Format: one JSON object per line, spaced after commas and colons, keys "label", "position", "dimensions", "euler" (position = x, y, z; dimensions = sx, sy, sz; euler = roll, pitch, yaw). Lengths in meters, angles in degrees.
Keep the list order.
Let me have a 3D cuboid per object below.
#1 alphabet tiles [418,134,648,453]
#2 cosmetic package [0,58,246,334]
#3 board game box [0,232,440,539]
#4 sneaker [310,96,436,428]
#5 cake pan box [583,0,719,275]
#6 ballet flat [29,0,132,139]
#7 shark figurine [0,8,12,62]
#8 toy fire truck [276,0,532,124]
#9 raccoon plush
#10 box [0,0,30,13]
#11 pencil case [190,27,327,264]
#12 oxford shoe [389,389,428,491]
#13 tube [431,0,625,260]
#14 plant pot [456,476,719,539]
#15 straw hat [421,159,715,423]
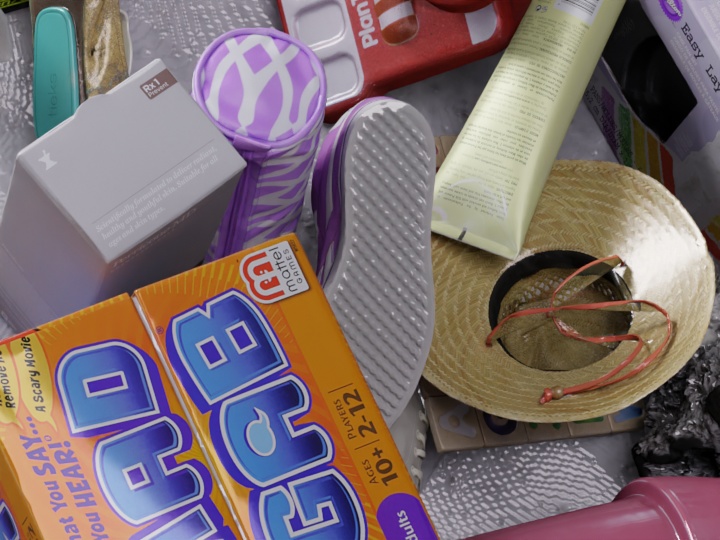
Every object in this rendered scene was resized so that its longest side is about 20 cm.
{"label": "alphabet tiles", "position": [0.087, 0.009, 1.787], "dimensions": [0.167, 0.008, 0.201], "euler": [-4, 70, -36]}
{"label": "cosmetic package", "position": [-0.142, -0.024, 1.651], "dimensions": [0.107, 0.200, 0.090], "euler": [-37, 83, -22]}
{"label": "board game box", "position": [-0.104, 0.132, 1.604], "dimensions": [0.199, 0.200, 0.200], "euler": [-21, 77, -23]}
{"label": "sneaker", "position": [0.001, 0.000, 1.703], "dimensions": [0.072, 0.114, 0.202], "euler": [11, 91, -15]}
{"label": "cake pan box", "position": [0.220, -0.082, 1.790], "dimensions": [0.052, 0.184, 0.201], "euler": [-23, 79, -23]}
{"label": "ballet flat", "position": [-0.165, -0.166, 1.745], "dimensions": [0.070, 0.071, 0.201], "euler": [-4, 98, -18]}
{"label": "shark figurine", "position": [-0.317, -0.171, 1.695], "dimensions": [0.213, 0.090, 0.129], "euler": [-9, 75, -5]}
{"label": "toy fire truck", "position": [0.016, -0.208, 1.807], "dimensions": [0.167, 0.112, 0.201], "euler": [-19, 78, 17]}
{"label": "raccoon plush", "position": [0.233, 0.082, 1.809], "dimensions": [0.200, 0.097, 0.134], "euler": [37, 41, -36]}
{"label": "box", "position": [-0.215, -0.263, 1.807], "dimensions": [0.192, 0.048, 0.201], "euler": [-19, 77, -20]}
{"label": "pencil case", "position": [-0.069, -0.057, 1.692], "dimensions": [0.084, 0.200, 0.086], "euler": [17, 60, 2]}
{"label": "oxford shoe", "position": [0.014, 0.109, 1.719], "dimensions": [0.057, 0.075, 0.201], "euler": [-4, 66, -15]}
{"label": "tube", "position": [0.102, -0.104, 1.758], "dimensions": [0.052, 0.058, 0.201], "euler": [30, 77, -18]}
{"label": "plant pot", "position": [0.121, 0.214, 1.602], "dimensions": [0.178, 0.200, 0.201], "euler": [0, 70, -16]}
{"label": "straw hat", "position": [0.122, 0.036, 1.732], "dimensions": [0.200, 0.085, 0.202], "euler": [-10, 50, 11]}
